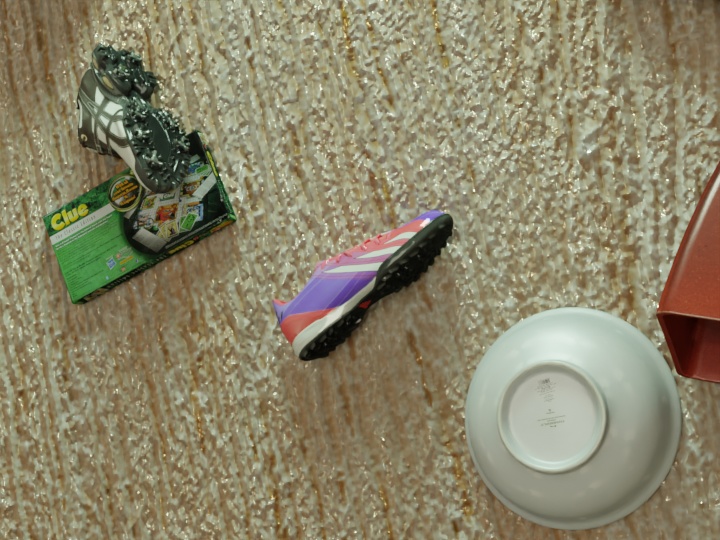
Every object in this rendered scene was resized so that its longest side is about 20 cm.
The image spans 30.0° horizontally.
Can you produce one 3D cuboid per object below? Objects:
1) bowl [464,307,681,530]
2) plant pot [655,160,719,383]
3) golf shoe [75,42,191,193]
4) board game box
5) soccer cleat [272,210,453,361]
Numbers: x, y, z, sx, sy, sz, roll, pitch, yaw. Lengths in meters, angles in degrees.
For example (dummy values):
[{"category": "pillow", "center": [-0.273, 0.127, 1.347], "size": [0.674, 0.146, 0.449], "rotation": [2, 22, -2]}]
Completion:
[{"category": "bowl", "center": [0.177, 0.129, 1.180], "size": [0.200, 0.090, 0.202], "rotation": [-2, 83, 20]}, {"category": "plant pot", "center": [0.363, -0.006, 1.083], "size": [0.199, 0.200, 0.177], "rotation": [8, 74, 21]}, {"category": "golf shoe", "center": [-0.237, -0.137, 1.370], "size": [0.095, 0.078, 0.200], "rotation": [-48, 49, 27]}, {"category": "board game box", "center": [-0.231, -0.054, 1.389], "size": [0.200, 0.023, 0.105], "rotation": [-27, 76, 16]}, {"category": "soccer cleat", "center": [0.000, 0.000, 1.276], "size": [0.200, 0.068, 0.073], "rotation": [-42, 67, 14]}]
